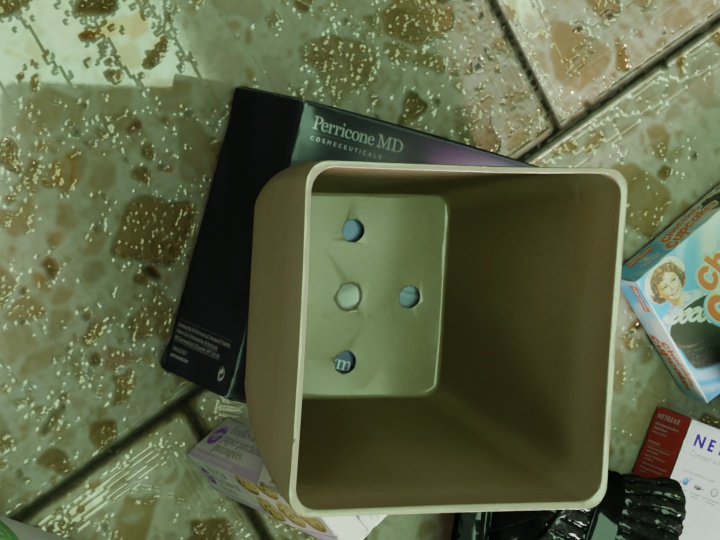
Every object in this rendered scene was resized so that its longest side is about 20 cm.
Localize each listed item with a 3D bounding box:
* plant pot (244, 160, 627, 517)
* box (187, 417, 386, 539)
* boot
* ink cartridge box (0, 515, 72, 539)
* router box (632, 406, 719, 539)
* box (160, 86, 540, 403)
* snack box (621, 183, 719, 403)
[{"bbox_3d":[0.025,0.029,1.497,0.199,0.177,0.200,0,97,-22],"label":"plant pot"},{"bbox_3d":[-0.048,0.135,1.602,0.039,0.200,0.041,-42,113,-17],"label":"box"},{"bbox_3d":[0.152,0.134,1.737,0.157,0.079,0.212,9,105,0],"label":"boot"},{"bbox_3d":[-0.206,0.247,1.610,0.200,0.084,0.146,22,90,-26],"label":"ink cartridge box"},{"bbox_3d":[0.277,0.217,1.850,0.200,0.049,0.180,21,89,-26],"label":"router box"},{"bbox_3d":[0.000,0.000,1.648,0.200,0.123,0.199,14,91,-26],"label":"box"},{"bbox_3d":[0.290,-0.011,1.827,0.200,0.037,0.116,-39,113,-14],"label":"snack box"}]
